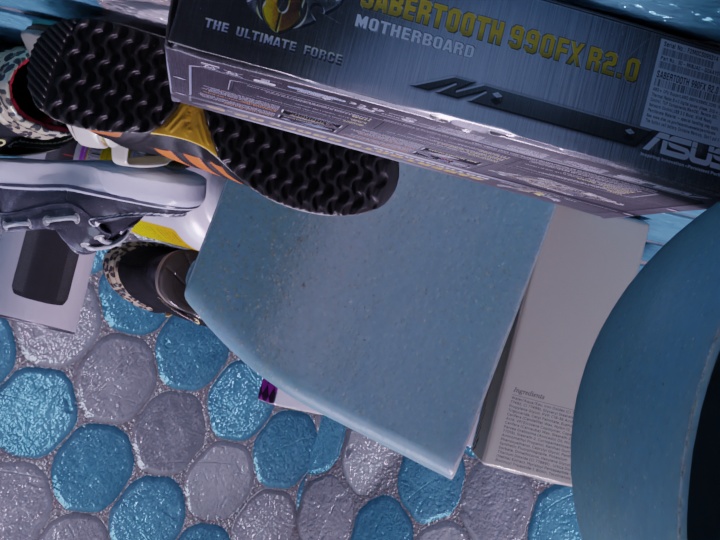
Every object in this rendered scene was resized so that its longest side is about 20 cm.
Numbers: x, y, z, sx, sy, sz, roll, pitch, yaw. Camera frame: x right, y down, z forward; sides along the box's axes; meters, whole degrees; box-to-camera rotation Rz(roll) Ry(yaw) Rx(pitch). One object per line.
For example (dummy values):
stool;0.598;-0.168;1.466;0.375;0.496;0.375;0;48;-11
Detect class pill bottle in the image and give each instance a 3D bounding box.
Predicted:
pill bottle;-0.131;-0.070;1.024;0.200;0.104;0.104;14;179;45

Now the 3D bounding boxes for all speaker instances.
speaker;-0.256;-0.052;1.112;0.081;0.200;0.081;13;173;2

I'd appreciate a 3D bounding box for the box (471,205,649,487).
box;0.145;0.052;0.969;0.082;0.200;0.068;16;179;-2

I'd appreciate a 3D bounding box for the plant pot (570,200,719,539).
plant pot;0.143;0.057;0.404;0.200;0.201;0.135;15;176;-21

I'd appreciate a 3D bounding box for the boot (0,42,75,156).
boot;-0.234;-0.117;0.932;0.153;0.074;0.203;11;178;32

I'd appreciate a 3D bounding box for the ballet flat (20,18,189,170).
ballet flat;-0.149;-0.100;0.822;0.067;0.064;0.200;14;178;19

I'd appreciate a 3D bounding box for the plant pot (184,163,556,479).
plant pot;0.000;0.000;0.862;0.200;0.197;0.196;21;179;2

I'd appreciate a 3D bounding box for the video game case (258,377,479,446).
video game case;0.030;0.022;1.004;0.181;0.200;0.036;16;178;-29

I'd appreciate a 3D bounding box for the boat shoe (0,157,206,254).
boat shoe;-0.192;-0.045;0.951;0.200;0.068;0.072;6;-171;32

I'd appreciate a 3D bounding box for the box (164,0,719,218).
box;0.030;-0.068;0.485;0.200;0.048;0.158;15;180;-7

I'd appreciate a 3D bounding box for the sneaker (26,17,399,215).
sneaker;-0.074;-0.084;0.709;0.200;0.070;0.090;18;-176;-3

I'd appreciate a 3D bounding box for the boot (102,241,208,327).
boot;-0.133;0.025;1.223;0.200;0.073;0.150;20;174;-37

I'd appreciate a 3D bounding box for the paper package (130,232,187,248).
paper package;-0.088;-0.055;1.210;0.190;0.104;0.200;12;177;33
